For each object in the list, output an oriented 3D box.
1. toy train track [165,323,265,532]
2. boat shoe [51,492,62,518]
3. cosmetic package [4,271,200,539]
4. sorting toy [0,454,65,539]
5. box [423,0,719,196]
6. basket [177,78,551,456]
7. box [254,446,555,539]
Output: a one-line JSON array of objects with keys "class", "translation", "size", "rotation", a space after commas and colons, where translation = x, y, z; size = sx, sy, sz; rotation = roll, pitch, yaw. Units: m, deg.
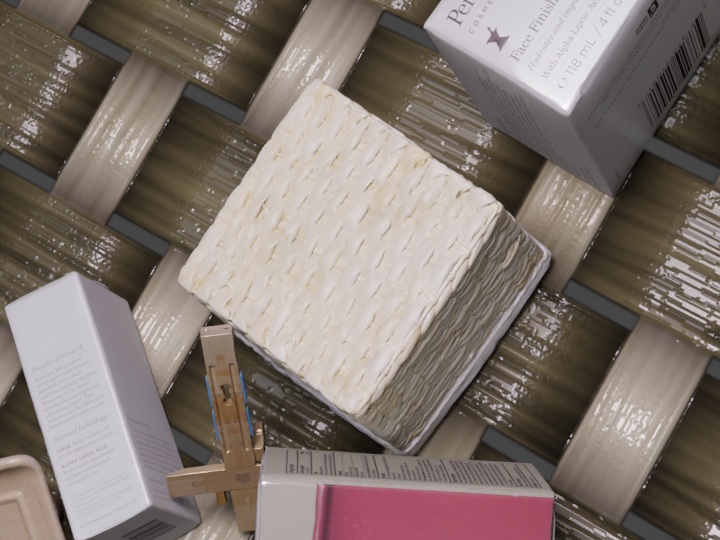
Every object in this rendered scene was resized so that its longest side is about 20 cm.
[{"class": "toy train track", "translation": [-0.093, 0.113, 1.413], "size": [0.113, 0.201, 0.033], "rotation": [-7, 40, 0]}, {"class": "boat shoe", "translation": [-0.332, 0.189, 1.518], "size": [0.198, 0.072, 0.073], "rotation": [10, 98, 10]}, {"class": "cosmetic package", "translation": [-0.200, 0.113, 1.483], "size": [0.074, 0.102, 0.202], "rotation": [-26, 68, 10]}, {"class": "sorting toy", "translation": [-0.300, 0.245, 1.470], "size": [0.183, 0.037, 0.202], "rotation": [-14, 105, 14]}, {"class": "box", "translation": [0.170, -0.192, 1.392], "size": [0.130, 0.200, 0.200], "rotation": [32, 87, 22]}, {"class": "basket", "translation": [0.000, 0.000, 1.418], "size": [0.198, 0.161, 0.201], "rotation": [35, 89, 22]}, {"class": "box", "translation": [0.026, 0.188, 1.307], "size": [0.198, 0.128, 0.110], "rotation": [3, 93, -2]}]
